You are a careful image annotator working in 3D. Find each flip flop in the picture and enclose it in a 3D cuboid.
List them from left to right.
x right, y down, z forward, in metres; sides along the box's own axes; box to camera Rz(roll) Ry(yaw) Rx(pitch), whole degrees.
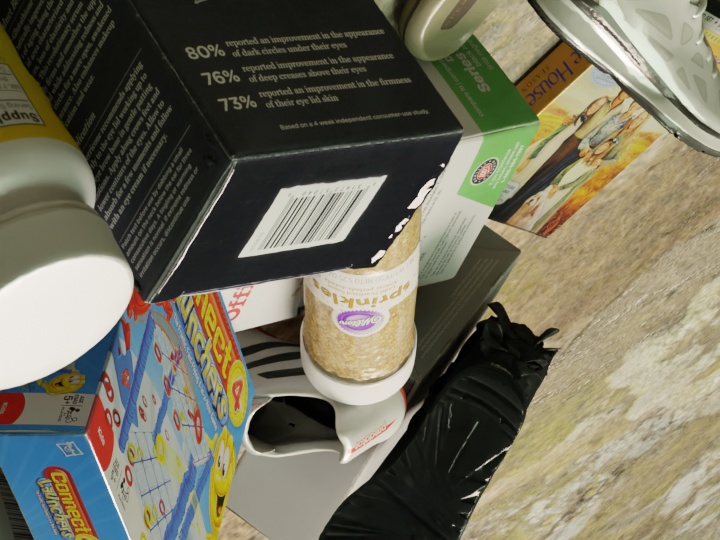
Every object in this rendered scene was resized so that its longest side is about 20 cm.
[{"bbox_3d":[0.094,-0.182,1.535,0.081,0.058,0.200,-1,139,-49],"label":"flip flop"}]

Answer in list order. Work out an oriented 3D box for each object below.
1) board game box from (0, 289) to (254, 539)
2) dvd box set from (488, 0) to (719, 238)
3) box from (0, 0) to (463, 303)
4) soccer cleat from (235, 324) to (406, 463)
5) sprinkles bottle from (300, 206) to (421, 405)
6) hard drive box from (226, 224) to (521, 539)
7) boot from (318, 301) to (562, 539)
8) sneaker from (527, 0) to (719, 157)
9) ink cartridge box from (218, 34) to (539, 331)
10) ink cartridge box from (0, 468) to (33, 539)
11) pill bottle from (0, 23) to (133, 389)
[{"bbox_3d":[-0.123,0.075,1.471,0.056,0.196,0.200,-1,137,15],"label":"board game box"},{"bbox_3d":[0.152,-0.105,1.768,0.200,0.029,0.146,-42,153,18],"label":"dvd box set"},{"bbox_3d":[-0.073,-0.098,1.319,0.148,0.200,0.104,-8,145,-40],"label":"box"},{"bbox_3d":[-0.067,0.074,1.661,0.085,0.199,0.069,-44,135,-47],"label":"soccer cleat"},{"bbox_3d":[0.000,0.000,1.533,0.068,0.068,0.200,-26,153,-16],"label":"sprinkles bottle"},{"bbox_3d":[0.005,0.070,1.776,0.156,0.077,0.200,-48,170,-47],"label":"hard drive box"},{"bbox_3d":[0.048,0.116,1.706,0.198,0.073,0.162,-55,180,14],"label":"boot"},{"bbox_3d":[0.198,-0.151,1.640,0.115,0.076,0.200,-45,128,14],"label":"sneaker"},{"bbox_3d":[-0.016,-0.050,1.603,0.200,0.084,0.146,-13,147,-36],"label":"ink cartridge box"},{"bbox_3d":[-0.252,0.118,1.508,0.087,0.146,0.200,-41,146,27],"label":"ink cartridge box"},{"bbox_3d":[-0.191,-0.050,1.261,0.114,0.200,0.114,-27,154,-14],"label":"pill bottle"}]
